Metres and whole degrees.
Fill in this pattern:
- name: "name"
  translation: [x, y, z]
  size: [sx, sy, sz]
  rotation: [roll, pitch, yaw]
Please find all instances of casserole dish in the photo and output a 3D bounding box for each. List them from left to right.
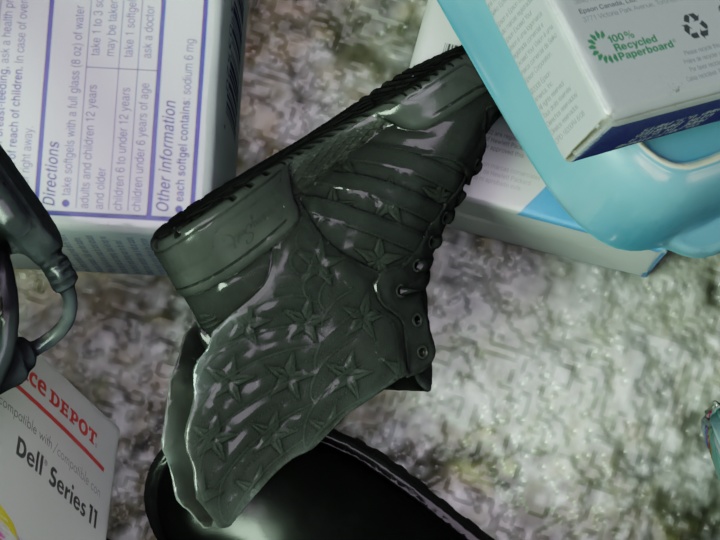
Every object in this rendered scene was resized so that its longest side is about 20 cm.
- name: "casserole dish"
  translation: [0.094, -0.100, 0.880]
  size: [0.121, 0.039, 0.200]
  rotation: [-25, 82, -32]

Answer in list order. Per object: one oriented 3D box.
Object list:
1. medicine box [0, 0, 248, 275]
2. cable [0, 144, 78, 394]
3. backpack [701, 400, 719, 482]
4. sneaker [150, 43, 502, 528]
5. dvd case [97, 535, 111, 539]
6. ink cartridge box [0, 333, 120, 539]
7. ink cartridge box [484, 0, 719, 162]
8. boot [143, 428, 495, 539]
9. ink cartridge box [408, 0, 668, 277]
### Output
- name: "medicine box"
  translation: [-0.147, -0.097, 0.942]
  size: [0.200, 0.103, 0.182]
  rotation: [3, 80, 1]
- name: "cable"
  translation: [-0.200, -0.019, 0.790]
  size: [0.163, 0.051, 0.200]
  rotation: [-36, 91, -9]
- name: "backpack"
  translation: [0.212, 0.079, 0.860]
  size: [0.150, 0.200, 0.178]
  rotation: [-30, 82, -5]
- name: "sneaker"
  translation: [0.001, 0.000, 0.878]
  size: [0.200, 0.060, 0.104]
  rotation: [-32, 100, -20]
- name: "dvd case"
  translation: [-0.152, 0.182, 0.883]
  size: [0.143, 0.018, 0.200]
  rotation: [15, 68, 35]
- name: "ink cartridge box"
  translation: [-0.145, 0.086, 0.854]
  size: [0.067, 0.117, 0.200]
  rotation: [-11, 55, 21]
- name: "ink cartridge box"
  translation: [0.113, -0.151, 0.865]
  size: [0.196, 0.043, 0.200]
  rotation: [-16, 73, -31]
- name: "boot"
  translation: [0.007, 0.126, 0.867]
  size: [0.211, 0.158, 0.080]
  rotation: [26, 100, 4]
- name: "ink cartridge box"
  translation: [0.088, -0.110, 0.960]
  size: [0.115, 0.068, 0.200]
  rotation: [15, 81, 3]
